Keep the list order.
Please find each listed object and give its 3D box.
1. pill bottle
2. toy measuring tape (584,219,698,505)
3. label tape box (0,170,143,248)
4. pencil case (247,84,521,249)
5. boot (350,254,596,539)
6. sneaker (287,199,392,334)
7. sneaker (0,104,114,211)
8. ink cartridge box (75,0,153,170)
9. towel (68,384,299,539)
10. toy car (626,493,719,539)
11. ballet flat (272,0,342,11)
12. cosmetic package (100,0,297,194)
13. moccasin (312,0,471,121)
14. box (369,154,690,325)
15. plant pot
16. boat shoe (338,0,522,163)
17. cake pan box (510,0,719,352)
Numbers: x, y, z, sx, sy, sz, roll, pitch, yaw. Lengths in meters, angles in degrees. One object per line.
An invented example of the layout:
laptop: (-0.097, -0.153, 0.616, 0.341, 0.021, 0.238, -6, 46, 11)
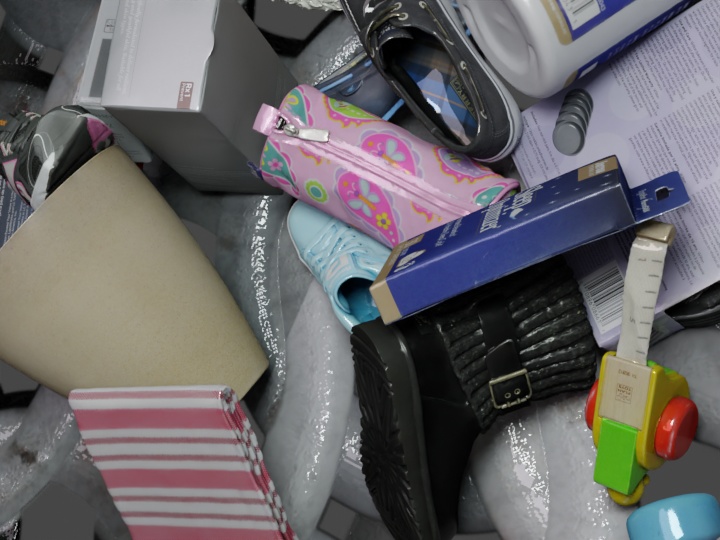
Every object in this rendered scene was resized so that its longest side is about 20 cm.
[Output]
pill bottle: (0.173, -0.218, 0.950, 0.199, 0.120, 0.120, -33, 57, -10)
toy measuring tape: (0.186, 0.058, 0.890, 0.073, 0.073, 0.201, 19, 114, 34)
label tape box: (-0.296, -0.027, 1.236, 0.199, 0.063, 0.145, -3, 73, 30)
pencil case: (0.018, -0.066, 1.018, 0.199, 0.087, 0.088, 28, 90, 19)
boot: (0.084, 0.098, 0.950, 0.157, 0.212, 0.079, -20, 37, -20)
sneaker: (0.000, 0.000, 1.036, 0.074, 0.082, 0.200, -50, 57, 7)
sneaker: (-0.251, -0.088, 1.067, 0.086, 0.200, 0.080, 41, 69, -4)
ink cartridge box: (-0.171, -0.180, 1.143, 0.043, 0.174, 0.201, 5, 69, 10)
towel: (-0.120, 0.164, 1.015, 0.146, 0.201, 0.030, -4, 30, 30)
toy car: (0.219, 0.196, 0.771, 0.176, 0.200, 0.185, -24, 64, 23)
ballet flat: (-0.062, -0.259, 1.165, 0.199, 0.072, 0.072, 9, 80, 32)
cosmetic package: (-0.119, -0.138, 1.075, 0.090, 0.200, 0.107, 4, 75, 18)
moccasin: (0.039, -0.183, 1.060, 0.068, 0.080, 0.200, 43, 100, -7)
box: (0.108, -0.028, 0.885, 0.199, 0.121, 0.033, -21, 99, 13)
plant pot: (-0.174, 0.041, 1.064, 0.200, 0.187, 0.187, 42, 100, -1)
boat shoe: (0.036, -0.157, 0.989, 0.070, 0.066, 0.200, -41, 74, 28)
cake pan box: (0.213, -0.062, 0.945, 0.184, 0.052, 0.201, -33, 60, 21)
